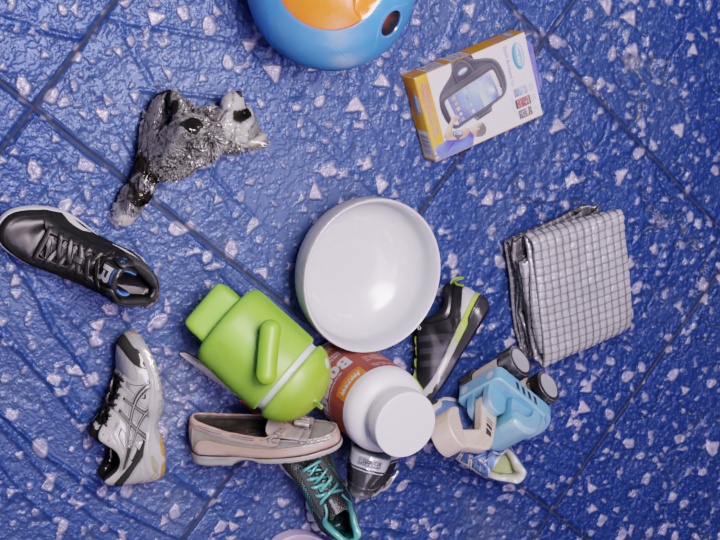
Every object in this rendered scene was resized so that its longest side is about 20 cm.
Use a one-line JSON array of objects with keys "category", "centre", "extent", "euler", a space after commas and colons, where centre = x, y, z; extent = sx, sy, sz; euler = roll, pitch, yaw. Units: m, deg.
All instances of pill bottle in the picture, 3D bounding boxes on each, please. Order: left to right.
[{"category": "pill bottle", "centre": [0.012, 0.165, 1.684], "extent": [0.111, 0.200, 0.113], "euler": [-7, 107, -25]}]

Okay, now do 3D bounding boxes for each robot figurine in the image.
[{"category": "robot figurine", "centre": [-0.122, 0.106, 1.625], "extent": [0.200, 0.175, 0.116], "euler": [41, 86, 2]}]

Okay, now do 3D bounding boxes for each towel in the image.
[{"category": "towel", "centre": [0.292, 0.015, 1.856], "extent": [0.164, 0.085, 0.202], "euler": [-19, 113, -20]}]

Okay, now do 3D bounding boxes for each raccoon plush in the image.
[{"category": "raccoon plush", "centre": [-0.206, -0.135, 1.581], "extent": [0.133, 0.097, 0.200], "euler": [15, 126, -42]}]

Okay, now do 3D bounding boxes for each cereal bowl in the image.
[{"category": "cereal bowl", "centre": [0.000, 0.000, 1.698], "extent": [0.198, 0.083, 0.202], "euler": [-6, 104, -26]}]

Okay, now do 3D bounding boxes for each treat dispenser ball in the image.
[{"category": "treat dispenser ball", "centre": [-0.034, -0.334, 1.526], "extent": [0.199, 0.201, 0.203], "euler": [-7, 107, -25]}]

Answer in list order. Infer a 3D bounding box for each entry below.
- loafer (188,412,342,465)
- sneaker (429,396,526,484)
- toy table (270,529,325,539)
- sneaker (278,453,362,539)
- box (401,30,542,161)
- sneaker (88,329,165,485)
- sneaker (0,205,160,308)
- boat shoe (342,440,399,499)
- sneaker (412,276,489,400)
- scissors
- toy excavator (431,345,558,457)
[{"category": "loafer", "centre": [-0.124, 0.206, 1.660], "extent": [0.198, 0.072, 0.063], "euler": [-6, 109, 9]}, {"category": "sneaker", "centre": [0.162, 0.241, 1.847], "extent": [0.199, 0.077, 0.076], "euler": [33, 88, -34]}, {"category": "toy table", "centre": [-0.048, 0.455, 1.781], "extent": [0.184, 0.117, 0.200], "euler": [-46, 118, -9]}, {"category": "sneaker", "centre": [-0.047, 0.288, 1.744], "extent": [0.077, 0.091, 0.201], "euler": [-34, 120, -14]}, {"category": "box", "centre": [0.161, -0.238, 1.744], "extent": [0.199, 0.041, 0.120], "euler": [-25, 113, -17]}, {"category": "sneaker", "centre": [-0.291, 0.175, 1.604], "extent": [0.087, 0.076, 0.202], "euler": [-10, 107, -24]}, {"category": "sneaker", "centre": [-0.319, -0.016, 1.518], "extent": [0.199, 0.112, 0.074], "euler": [23, 92, -30]}, {"category": "boat shoe", "centre": [0.015, 0.261, 1.725], "extent": [0.073, 0.199, 0.069], "euler": [17, 94, 1]}, {"category": "sneaker", "centre": [0.101, 0.101, 1.802], "extent": [0.082, 0.072, 0.201], "euler": [32, 98, 8]}, {"category": "scissors", "centre": [-0.158, 0.164, 1.702], "extent": [0.199, 0.014, 0.074], "euler": [20, 108, -26]}, {"category": "toy excavator", "centre": [0.179, 0.198, 1.771], "extent": [0.194, 0.201, 0.100], "euler": [39, 126, -25]}]
